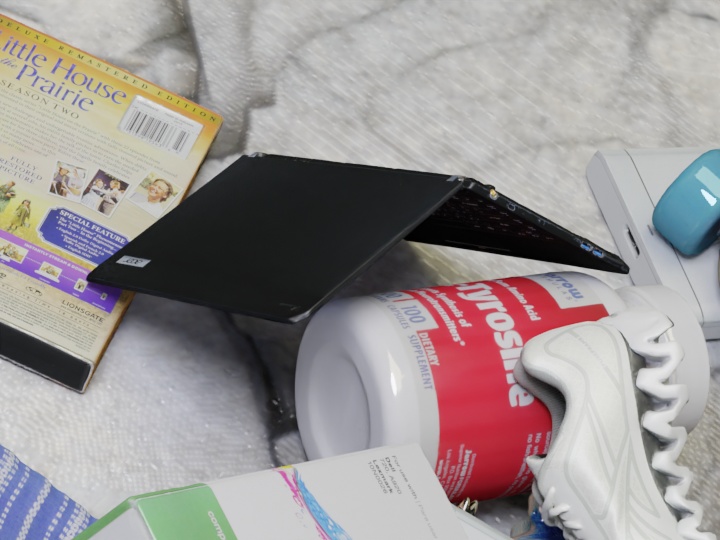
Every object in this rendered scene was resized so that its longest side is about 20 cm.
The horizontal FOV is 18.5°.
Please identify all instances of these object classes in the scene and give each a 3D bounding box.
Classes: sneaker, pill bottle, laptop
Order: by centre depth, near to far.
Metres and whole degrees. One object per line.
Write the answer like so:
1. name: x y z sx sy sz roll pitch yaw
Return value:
1. sneaker: 0.123 0.118 1.054 0.081 0.075 0.200 -6 73 -15
2. laptop: 0.000 0.000 1.129 0.200 0.177 0.104 26 80 -40
3. pill bottle: 0.076 0.060 1.142 0.200 0.112 0.112 -7 55 -28

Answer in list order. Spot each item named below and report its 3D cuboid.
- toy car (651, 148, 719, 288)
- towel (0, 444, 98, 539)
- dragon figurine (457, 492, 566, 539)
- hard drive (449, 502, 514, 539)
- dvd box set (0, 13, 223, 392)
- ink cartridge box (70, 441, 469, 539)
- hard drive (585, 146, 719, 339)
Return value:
1. toy car: 0.300 -0.053 1.236 0.184 0.200 0.177 43 49 15
2. towel: -0.133 0.151 0.968 0.200 0.024 0.145 40 29 -17
3. dragon figurine: 0.080 0.165 1.090 0.200 0.059 0.100 -9 55 -30
4. hard drive: 0.089 0.194 1.018 0.200 0.132 0.026 30 44 3
5. dvd box set: -0.173 -0.042 1.178 0.146 0.029 0.200 24 47 -2
6. ink cartridge box: -0.060 0.148 0.909 0.200 0.145 0.084 -4 61 -56
7. hard drive: 0.248 -0.020 1.342 0.200 0.027 0.132 -2 53 -25
